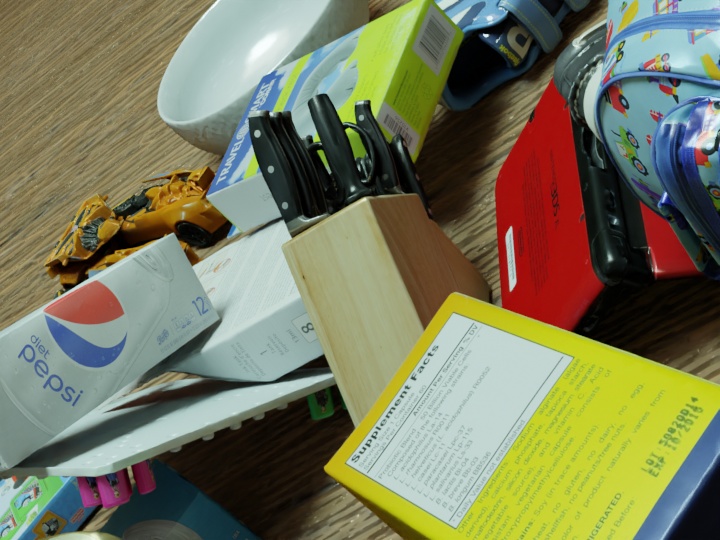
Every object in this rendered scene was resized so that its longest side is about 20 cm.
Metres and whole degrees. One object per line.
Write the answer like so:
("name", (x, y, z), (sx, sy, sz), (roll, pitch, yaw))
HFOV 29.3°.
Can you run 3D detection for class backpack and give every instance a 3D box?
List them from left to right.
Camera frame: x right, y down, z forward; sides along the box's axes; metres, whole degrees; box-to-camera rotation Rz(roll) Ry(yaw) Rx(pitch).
("backpack", (0.183, -0.058, 0.584), (0.198, 0.183, 0.136), (17, 70, 39))

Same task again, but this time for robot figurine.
("robot figurine", (-0.185, -0.025, 1.128), (0.198, 0.058, 0.146), (-8, 47, 45))

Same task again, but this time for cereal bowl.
("cereal bowl", (-0.068, -0.170, 1.132), (0.199, 0.083, 0.201), (-31, 34, 24))

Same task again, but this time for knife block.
("knife block", (0.000, 0.000, 0.765), (0.064, 0.176, 0.201), (-28, 35, 27))

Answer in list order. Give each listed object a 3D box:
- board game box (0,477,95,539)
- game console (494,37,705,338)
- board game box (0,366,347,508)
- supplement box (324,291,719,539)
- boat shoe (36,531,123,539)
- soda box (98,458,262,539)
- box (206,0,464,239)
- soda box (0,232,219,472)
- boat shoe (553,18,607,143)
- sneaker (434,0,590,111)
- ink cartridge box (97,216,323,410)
("board game box", (-0.277, 0.195, 1.007), (0.201, 0.037, 0.151), (-50, 32, -6))
("game console", (0.162, -0.032, 0.762), (0.201, 0.117, 0.173), (-87, 19, -48))
("board game box", (-0.131, 0.101, 0.838), (0.199, 0.026, 0.199), (-9, 6, 45))
("supplement box", (0.095, 0.102, 0.598), (0.109, 0.110, 0.199), (-52, 32, -11))
("boat shoe", (-0.202, 0.197, 0.756), (0.199, 0.073, 0.065), (-26, 31, 30))
("soda box", (-0.147, 0.215, 0.803), (0.201, 0.064, 0.068), (-54, 32, -11))
("box", (-0.026, -0.102, 0.945), (0.199, 0.048, 0.123), (-18, 41, 46))
("soda box", (-0.172, 0.050, 0.805), (0.068, 0.064, 0.200), (-24, 8, 37))
("boat shoe", (0.196, -0.123, 0.723), (0.198, 0.074, 0.060), (-24, 37, -7))
("sneaker", (0.114, -0.184, 0.945), (0.200, 0.074, 0.083), (-43, 32, 19))
("ink cartridge box", (-0.068, 0.021, 0.918), (0.199, 0.050, 0.162), (-31, 21, 30))
